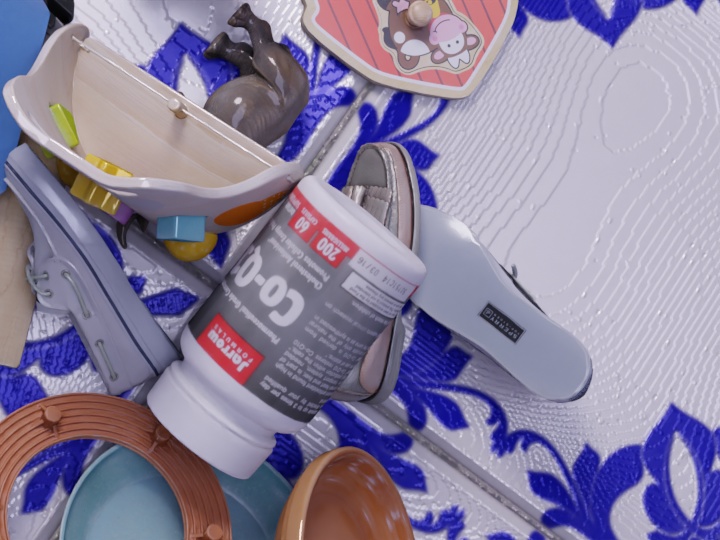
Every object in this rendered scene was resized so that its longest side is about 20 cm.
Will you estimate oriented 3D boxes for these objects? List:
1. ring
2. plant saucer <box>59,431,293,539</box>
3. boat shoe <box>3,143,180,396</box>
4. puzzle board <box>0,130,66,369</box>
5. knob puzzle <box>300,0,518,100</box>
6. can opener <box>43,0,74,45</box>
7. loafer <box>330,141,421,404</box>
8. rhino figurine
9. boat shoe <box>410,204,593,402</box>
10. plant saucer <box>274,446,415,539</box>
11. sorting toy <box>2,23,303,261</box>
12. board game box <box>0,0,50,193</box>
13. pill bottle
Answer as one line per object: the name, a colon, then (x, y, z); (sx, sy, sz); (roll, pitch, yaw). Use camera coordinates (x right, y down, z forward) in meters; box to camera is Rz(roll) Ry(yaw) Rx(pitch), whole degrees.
ring: (-0.183, 0.175, 1.261); (0.200, 0.019, 0.201); (13, 55, -19)
plant saucer: (-0.125, 0.213, 1.301); (0.199, 0.036, 0.201); (13, 56, -20)
boat shoe: (-0.205, 0.007, 1.288); (0.067, 0.074, 0.200); (-35, 109, -8)
puzzle board: (-0.296, -0.043, 1.307); (0.150, 0.017, 0.201); (15, 82, -14)
knob puzzle: (0.044, -0.229, 1.410); (0.219, 0.030, 0.221); (1, 87, -17)
can opener: (-0.276, -0.221, 1.264); (0.052, 0.200, 0.067); (-17, 55, 21)
loafer: (0.000, 0.000, 1.357); (0.063, 0.072, 0.201); (6, 88, -39)
rhino figurine: (-0.115, -0.095, 1.341); (0.087, 0.060, 0.200); (39, 79, -7)
boat shoe: (0.100, 0.027, 1.392); (0.199, 0.068, 0.074); (37, 88, 13)
plant saucer: (-0.011, 0.230, 1.309); (0.037, 0.200, 0.201); (-10, 90, 25)
sorting toy: (-0.163, -0.082, 1.224); (0.200, 0.180, 0.107); (33, 96, 10)
board game box: (-0.310, -0.136, 1.250); (0.157, 0.039, 0.201); (9, 105, -27)
pill bottle: (-0.056, 0.043, 1.286); (0.114, 0.114, 0.200); (37, 96, -11)
